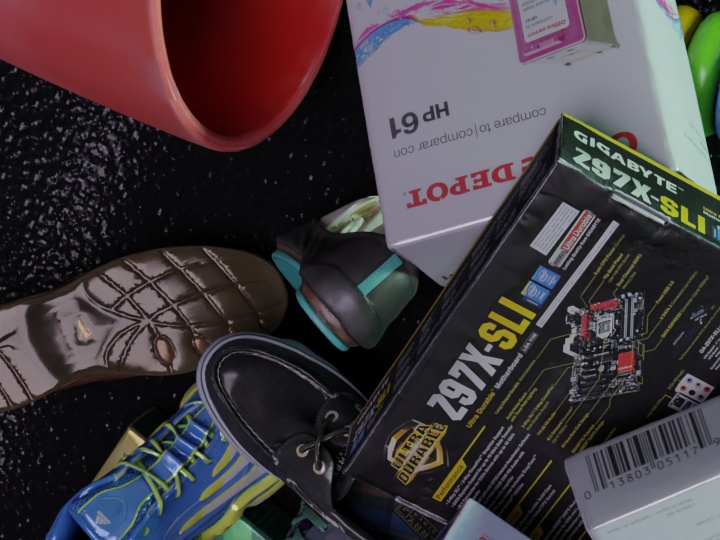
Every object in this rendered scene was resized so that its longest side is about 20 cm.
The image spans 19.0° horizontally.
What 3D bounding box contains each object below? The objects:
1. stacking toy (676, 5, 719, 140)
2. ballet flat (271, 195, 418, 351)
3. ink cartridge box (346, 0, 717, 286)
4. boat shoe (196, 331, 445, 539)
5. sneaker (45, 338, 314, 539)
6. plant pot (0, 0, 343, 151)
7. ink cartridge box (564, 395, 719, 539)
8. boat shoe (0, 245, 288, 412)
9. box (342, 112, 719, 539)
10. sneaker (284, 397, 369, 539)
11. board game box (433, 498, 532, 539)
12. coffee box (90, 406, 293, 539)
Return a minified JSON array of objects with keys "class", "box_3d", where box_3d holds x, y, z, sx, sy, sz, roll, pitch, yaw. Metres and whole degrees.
[{"class":"stacking toy","box_3d":[0.171,-0.102,1.074,0.199,0.085,0.086,18,111,20]},{"class":"ballet flat","box_3d":[0.000,0.000,1.120,0.068,0.200,0.068,-42,101,0]},{"class":"ink cartridge box","box_3d":[0.077,-0.108,1.033,0.144,0.085,0.201,-16,72,18]},{"class":"boat shoe","box_3d":[-0.004,0.102,1.134,0.200,0.057,0.069,40,84,4]},{"class":"sneaker","box_3d":[-0.100,0.119,1.179,0.076,0.105,0.200,45,101,5]},{"class":"plant pot","box_3d":[-0.124,-0.175,1.110,0.177,0.200,0.201,13,110,27]},{"class":"ink cartridge box","box_3d":[0.203,0.127,0.983,0.162,0.057,0.200,-24,136,10]},{"class":"boat shoe","box_3d":[-0.138,0.027,1.231,0.199,0.068,0.072,-15,97,6]},{"class":"box","box_3d":[0.108,0.048,0.983,0.159,0.049,0.200,28,121,-8]},{"class":"sneaker","box_3d":[-0.024,0.164,1.176,0.074,0.087,0.201,-22,60,62]},{"class":"board game box","box_3d":[0.102,0.204,1.035,0.200,0.041,0.200,34,158,4]},{"class":"coffee box","box_3d":[-0.083,0.189,1.268,0.200,0.044,0.123,40,113,6]}]
